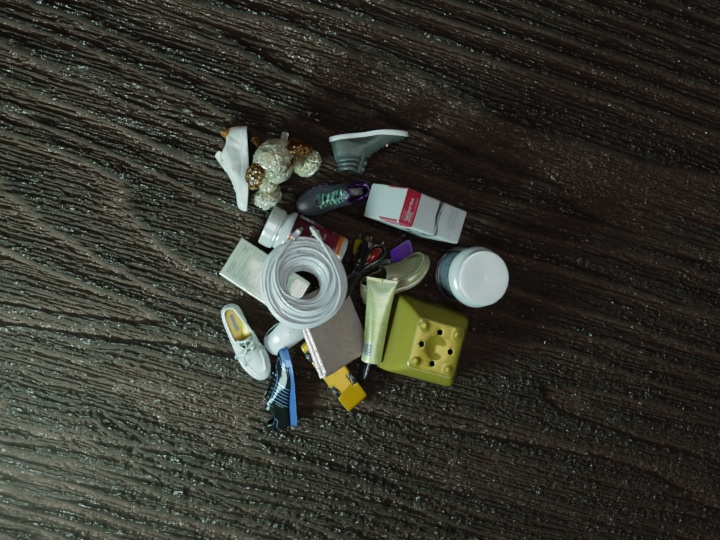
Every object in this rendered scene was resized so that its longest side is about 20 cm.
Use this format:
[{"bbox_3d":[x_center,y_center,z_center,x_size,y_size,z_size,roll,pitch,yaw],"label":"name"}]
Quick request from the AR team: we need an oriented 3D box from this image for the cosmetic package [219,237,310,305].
[{"bbox_3d":[-0.224,0.023,1.565,0.198,0.073,0.105,34,82,2],"label":"cosmetic package"}]

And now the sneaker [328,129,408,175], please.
[{"bbox_3d":[0.024,-0.290,1.612,0.194,0.071,0.102,-8,95,-2],"label":"sneaker"}]

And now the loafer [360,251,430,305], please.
[{"bbox_3d":[0.082,0.014,1.612,0.198,0.076,0.069,-33,130,0],"label":"loafer"}]

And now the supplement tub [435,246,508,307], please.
[{"bbox_3d":[0.268,0.014,1.588,0.136,0.200,0.145,0,92,-7],"label":"supplement tub"}]

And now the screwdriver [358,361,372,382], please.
[{"bbox_3d":[0.035,0.183,1.646,0.029,0.028,0.205,21,93,21],"label":"screwdriver"}]

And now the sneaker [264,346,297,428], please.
[{"bbox_3d":[-0.198,0.289,1.591,0.076,0.070,0.206,-5,101,-11],"label":"sneaker"}]

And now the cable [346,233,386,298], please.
[{"bbox_3d":[0.000,0.000,1.590,0.095,0.051,0.204,17,69,20],"label":"cable"}]

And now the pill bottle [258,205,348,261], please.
[{"bbox_3d":[-0.137,-0.067,1.571,0.196,0.114,0.116,26,89,-8],"label":"pill bottle"}]

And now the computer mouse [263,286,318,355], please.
[{"bbox_3d":[-0.152,0.135,1.612,0.199,0.044,0.110,-41,98,-5],"label":"computer mouse"}]

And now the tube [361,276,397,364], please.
[{"bbox_3d":[0.040,0.121,1.584,0.057,0.051,0.206,2,97,-37],"label":"tube"}]

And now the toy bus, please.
[{"bbox_3d":[-0.066,0.245,1.611,0.065,0.078,0.202,-37,96,-4],"label":"toy bus"}]

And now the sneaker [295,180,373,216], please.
[{"bbox_3d":[-0.064,-0.183,1.591,0.195,0.087,0.076,-16,94,-7],"label":"sneaker"}]

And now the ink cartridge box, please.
[{"bbox_3d":[0.131,-0.134,1.557,0.197,0.144,0.086,17,90,-35],"label":"ink cartridge box"}]

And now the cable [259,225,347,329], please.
[{"bbox_3d":[-0.127,0.028,1.455,0.199,0.069,0.201,-39,85,-20],"label":"cable"}]

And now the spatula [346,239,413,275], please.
[{"bbox_3d":[0.042,-0.015,1.644,0.196,0.021,0.058,-22,119,-3],"label":"spatula"}]

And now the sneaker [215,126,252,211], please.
[{"bbox_3d":[-0.303,-0.241,1.569,0.082,0.073,0.206,-4,82,-4],"label":"sneaker"}]

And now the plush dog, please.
[{"bbox_3d":[-0.197,-0.257,1.525,0.199,0.172,0.162,-38,98,-5],"label":"plush dog"}]

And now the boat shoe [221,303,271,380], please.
[{"bbox_3d":[-0.275,0.175,1.575,0.073,0.086,0.206,-24,95,-6],"label":"boat shoe"}]

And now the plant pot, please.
[{"bbox_3d":[0.160,0.174,1.579,0.191,0.200,0.199,15,90,-9],"label":"plant pot"}]

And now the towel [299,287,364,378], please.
[{"bbox_3d":[-0.069,0.134,1.559,0.032,0.199,0.195,-22,91,36],"label":"towel"}]
